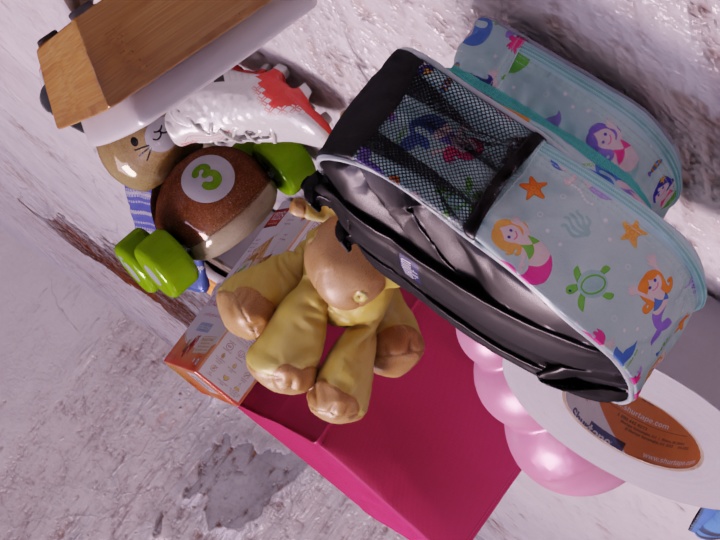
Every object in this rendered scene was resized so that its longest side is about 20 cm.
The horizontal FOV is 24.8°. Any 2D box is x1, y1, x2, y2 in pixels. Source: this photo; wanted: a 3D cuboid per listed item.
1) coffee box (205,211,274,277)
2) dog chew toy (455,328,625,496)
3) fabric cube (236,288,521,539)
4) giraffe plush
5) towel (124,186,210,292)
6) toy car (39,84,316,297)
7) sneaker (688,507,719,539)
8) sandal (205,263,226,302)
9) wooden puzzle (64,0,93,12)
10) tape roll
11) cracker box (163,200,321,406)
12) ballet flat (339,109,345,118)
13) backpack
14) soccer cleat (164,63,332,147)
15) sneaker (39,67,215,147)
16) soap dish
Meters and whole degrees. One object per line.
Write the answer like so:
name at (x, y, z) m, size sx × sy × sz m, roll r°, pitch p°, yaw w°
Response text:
coffee box at (-0.083, 0.013, 1.769) m, size 0.114 × 0.080 × 0.200 m, roll 28°, pitch 166°, yaw 39°
dog chew toy at (0.145, 0.080, 1.264) m, size 0.200 × 0.125 × 0.124 m, roll 51°, pitch 164°, yaw -24°
fabric cube at (0.034, 0.122, 1.555) m, size 0.199 × 0.197 × 0.200 m, roll 41°, pitch 168°, yaw -26°
giraffe plush at (0.000, 0.000, 1.289) m, size 0.172 × 0.201 × 0.162 m, roll 32°, pitch 152°, yaw -6°
towel at (-0.212, -0.079, 1.672) m, size 0.144 × 0.024 × 0.202 m, roll 17°, pitch 124°, yaw 57°
toy car at (-0.169, -0.107, 1.386) m, size 0.201 × 0.164 × 0.158 m, roll 52°, pitch 165°, yaw -14°
sneaker at (0.317, 0.196, 1.329) m, size 0.078 × 0.066 × 0.200 m, roll 30°, pitch 168°, yaw 12°
sandal at (-0.142, 0.044, 1.713) m, size 0.206 × 0.059 × 0.079 m, roll 30°, pitch 166°, yaw 34°
wooden puzzle at (-0.240, -0.269, 1.045) m, size 0.186 × 0.037 × 0.200 m, roll 58°, pitch 174°, yaw 11°
tape roll at (0.198, 0.080, 1.114) m, size 0.199 × 0.066 × 0.201 m, roll 28°, pitch 158°, yaw 13°
cracker box at (-0.092, 0.026, 1.538) m, size 0.058 × 0.201 × 0.134 m, roll 40°, pitch 168°, yaw -15°
ballet flat at (0.054, -0.040, 1.172) m, size 0.199 × 0.063 × 0.069 m, roll 36°, pitch 169°, yaw 5°
backpack at (0.093, -0.024, 0.879) m, size 0.200 × 0.151 × 0.178 m, roll 40°, pitch 174°, yaw 22°
soccer cleat at (-0.103, -0.123, 1.252) m, size 0.199 × 0.085 × 0.069 m, roll 29°, pitch 167°, yaw 34°
sneaker at (-0.202, -0.146, 1.512) m, size 0.199 × 0.082 × 0.088 m, roll 32°, pitch 170°, yaw -22°
soap dish at (-0.125, -0.154, 1.046) m, size 0.082 × 0.157 × 0.200 m, roll 56°, pitch 165°, yaw -12°
